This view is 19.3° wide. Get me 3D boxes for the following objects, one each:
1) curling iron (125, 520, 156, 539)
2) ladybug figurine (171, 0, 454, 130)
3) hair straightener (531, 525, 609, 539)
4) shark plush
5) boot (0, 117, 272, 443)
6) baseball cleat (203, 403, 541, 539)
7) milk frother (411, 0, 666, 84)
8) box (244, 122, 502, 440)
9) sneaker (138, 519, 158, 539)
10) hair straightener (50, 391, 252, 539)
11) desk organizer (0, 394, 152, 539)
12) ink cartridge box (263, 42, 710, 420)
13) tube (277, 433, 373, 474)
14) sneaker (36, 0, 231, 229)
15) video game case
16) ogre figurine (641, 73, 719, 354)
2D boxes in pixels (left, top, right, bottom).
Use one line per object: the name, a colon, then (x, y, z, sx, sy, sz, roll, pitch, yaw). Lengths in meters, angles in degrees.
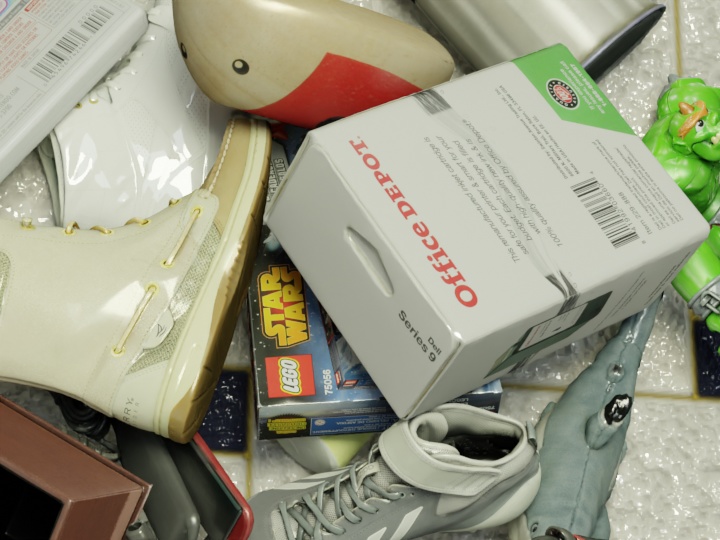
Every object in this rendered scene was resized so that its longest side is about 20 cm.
curling iron: (-0.078, 0.218, 1.118, 0.025, 0.050, 0.201, -23, 106, -10)
ladybug figurine: (-0.027, -0.116, 1.193, 0.200, 0.135, 0.072, 11, 95, -50)
hair straightener: (0.145, 0.187, 1.170, 0.200, 0.041, 0.077, 17, 82, -51)
shark plush: (0.143, 0.098, 1.231, 0.091, 0.083, 0.200, 39, 68, 3)
boot: (-0.136, -0.014, 1.156, 0.154, 0.072, 0.201, 14, 60, 5)
baseball cleat: (0.001, 0.119, 1.158, 0.199, 0.107, 0.070, -19, 57, -7)
milk frother: (0.108, -0.218, 1.267, 0.180, 0.200, 0.188, -41, 84, -12)
box: (0.000, 0.000, 1.221, 0.136, 0.040, 0.201, -2, 55, -6)
sneaker: (-0.189, 0.195, 1.137, 0.088, 0.077, 0.200, 35, 60, 12)
hair straightener: (-0.136, 0.076, 1.158, 0.077, 0.041, 0.200, -4, 50, -41)
desk organizer: (-0.218, 0.099, 1.105, 0.199, 0.077, 0.072, 28, 100, 21)
ink cartridge box: (0.068, -0.026, 1.164, 0.199, 0.084, 0.146, -21, 67, -37)
tube: (0.024, 0.032, 1.249, 0.200, 0.052, 0.058, -49, 122, -26)
sneaker: (-0.136, -0.111, 1.248, 0.115, 0.074, 0.201, 5, 71, -14)
video game case: (-0.252, -0.119, 1.219, 0.182, 0.024, 0.200, 31, 66, 23)
ogre figurine: (0.217, -0.044, 1.291, 0.120, 0.098, 0.201, 32, 69, -4)
